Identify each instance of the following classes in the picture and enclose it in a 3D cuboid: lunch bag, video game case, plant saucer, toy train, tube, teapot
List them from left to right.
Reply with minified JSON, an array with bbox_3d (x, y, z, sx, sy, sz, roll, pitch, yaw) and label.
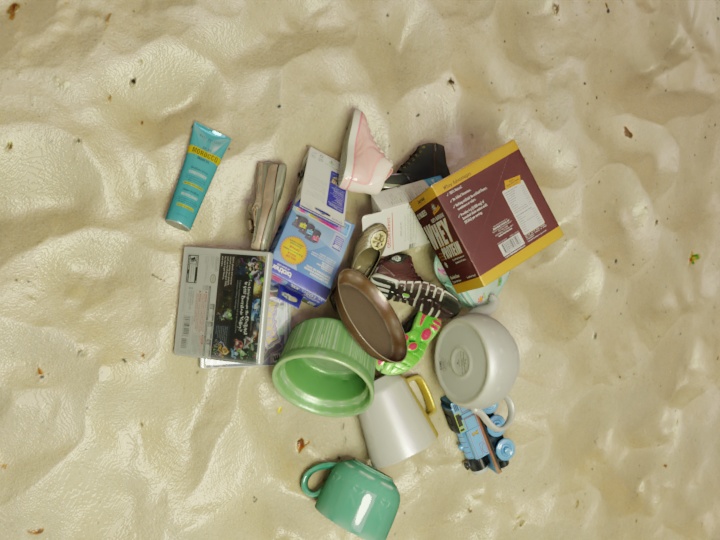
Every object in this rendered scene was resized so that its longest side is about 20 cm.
[{"bbox_3d":[-0.313,-0.177,1.273,0.076,0.050,0.205,23,74,-25],"label":"tube"},{"bbox_3d":[-0.254,0.063,1.237,0.177,0.023,0.206,4,86,16],"label":"video game case"},{"bbox_3d":[-0.222,0.084,1.300,0.177,0.023,0.206,0,87,-20],"label":"video game case"},{"bbox_3d":[0.015,0.090,1.249,0.032,0.201,0.201,-37,103,21],"label":"plant saucer"},{"bbox_3d":[0.235,-0.012,1.406,0.162,0.076,0.200,-54,135,-12],"label":"lunch bag"},{"bbox_3d":[0.251,0.340,1.431,0.112,0.087,0.205,-22,96,-11],"label":"toy train"},{"bbox_3d":[0.253,0.185,1.349,0.143,0.198,0.204,3,120,-34],"label":"teapot"}]

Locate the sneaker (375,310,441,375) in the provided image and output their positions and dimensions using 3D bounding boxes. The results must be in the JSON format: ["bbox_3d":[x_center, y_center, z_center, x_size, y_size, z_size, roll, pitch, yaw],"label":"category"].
[{"bbox_3d":[0.096,0.154,1.360,0.077,0.084,0.199,45,49,9],"label":"sneaker"}]

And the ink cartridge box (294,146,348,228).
[{"bbox_3d":[-0.073,-0.153,1.299,0.098,0.039,0.203,26,38,-18],"label":"ink cartridge box"}]

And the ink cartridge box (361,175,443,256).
[{"bbox_3d":[0.086,-0.107,1.365,0.195,0.067,0.118,-16,132,-13],"label":"ink cartridge box"}]

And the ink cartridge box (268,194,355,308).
[{"bbox_3d":[-0.110,-0.023,1.301,0.134,0.076,0.204,26,70,-14],"label":"ink cartridge box"}]

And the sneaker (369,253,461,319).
[{"bbox_3d":[0.118,0.018,1.376,0.195,0.077,0.117,19,43,-3],"label":"sneaker"}]

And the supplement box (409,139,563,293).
[{"bbox_3d":[0.233,-0.098,1.262,0.194,0.133,0.203,-29,90,-16],"label":"supplement box"}]

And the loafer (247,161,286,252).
[{"bbox_3d":[-0.189,-0.124,1.287,0.061,0.072,0.204,12,60,-3],"label":"loafer"}]

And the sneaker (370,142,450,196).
[{"bbox_3d":[0.097,-0.210,1.418,0.195,0.075,0.109,-3,77,-22],"label":"sneaker"}]

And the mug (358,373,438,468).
[{"bbox_3d":[0.064,0.287,1.353,0.147,0.186,0.156,-26,86,13],"label":"mug"}]

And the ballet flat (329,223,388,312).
[{"bbox_3d":[0.000,0.000,1.327,0.066,0.047,0.203,21,110,-31],"label":"ballet flat"}]

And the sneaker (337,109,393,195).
[{"bbox_3d":[0.015,-0.232,1.348,0.102,0.076,0.204,14,53,-12],"label":"sneaker"}]

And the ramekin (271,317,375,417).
[{"bbox_3d":[-0.062,0.180,1.262,0.197,0.200,0.099,28,47,-16],"label":"ramekin"}]

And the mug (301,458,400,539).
[{"bbox_3d":[-0.011,0.429,1.289,0.183,0.152,0.116,31,78,-16],"label":"mug"}]
